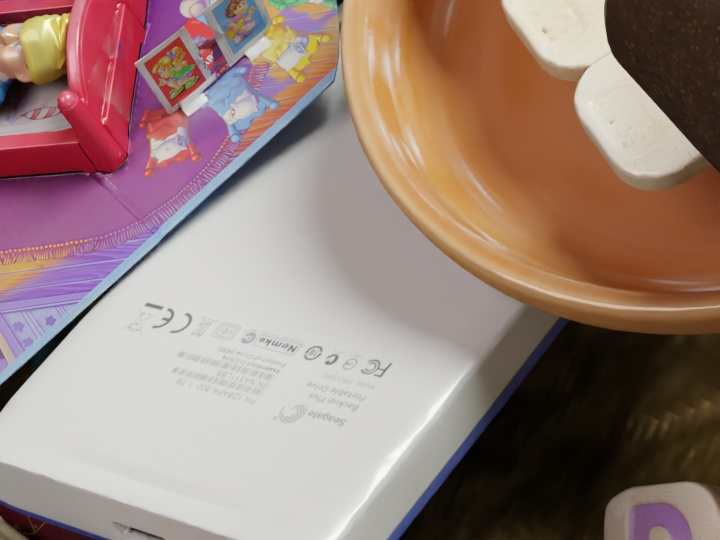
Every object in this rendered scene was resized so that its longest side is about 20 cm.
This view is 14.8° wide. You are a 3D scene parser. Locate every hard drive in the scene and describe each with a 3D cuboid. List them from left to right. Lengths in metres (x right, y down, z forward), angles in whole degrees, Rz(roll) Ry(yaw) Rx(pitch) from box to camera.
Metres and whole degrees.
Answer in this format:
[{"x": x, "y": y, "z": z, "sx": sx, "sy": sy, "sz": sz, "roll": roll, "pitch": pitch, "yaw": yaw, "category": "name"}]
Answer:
[{"x": 0.000, "y": 0.000, "z": 0.759, "sx": 0.132, "sy": 0.025, "sz": 0.200, "roll": 13, "pitch": 52, "yaw": 41, "category": "hard drive"}]

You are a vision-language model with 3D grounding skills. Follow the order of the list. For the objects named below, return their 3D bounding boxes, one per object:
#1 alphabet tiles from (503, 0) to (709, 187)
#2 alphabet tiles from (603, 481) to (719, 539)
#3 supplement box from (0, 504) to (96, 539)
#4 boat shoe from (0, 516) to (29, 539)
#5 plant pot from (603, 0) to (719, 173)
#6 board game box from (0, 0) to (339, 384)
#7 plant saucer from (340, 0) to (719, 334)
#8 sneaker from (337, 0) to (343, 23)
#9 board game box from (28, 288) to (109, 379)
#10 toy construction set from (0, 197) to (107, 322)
[{"x": 0.122, "y": -0.111, "z": 0.691, "sx": 0.196, "sy": 0.015, "sz": 0.200, "roll": -31, "pitch": 54, "yaw": 0, "category": "alphabet tiles"}, {"x": 0.142, "y": 0.096, "z": 0.692, "sx": 0.200, "sy": 0.015, "sz": 0.196, "roll": -10, "pitch": 73, "yaw": 42, "category": "alphabet tiles"}, {"x": -0.096, "y": 0.105, "z": 0.841, "sx": 0.200, "sy": 0.061, "sz": 0.109, "roll": -17, "pitch": 68, "yaw": 41, "category": "supplement box"}, {"x": -0.073, "y": 0.107, "z": 0.733, "sx": 0.200, "sy": 0.071, "sz": 0.063, "roll": 14, "pitch": 88, "yaw": 48, "category": "boat shoe"}, {"x": 0.156, "y": -0.040, "z": 0.550, "sx": 0.200, "sy": 0.187, "sz": 0.187, "roll": 28, "pitch": 100, "yaw": 20, "category": "plant pot"}, {"x": -0.109, "y": -0.063, "z": 0.803, "sx": 0.200, "sy": 0.039, "sz": 0.158, "roll": -42, "pitch": 56, "yaw": -8, "category": "board game box"}, {"x": 0.094, "y": -0.068, "z": 0.715, "sx": 0.200, "sy": 0.037, "sz": 0.200, "roll": -9, "pitch": 57, "yaw": 14, "category": "plant saucer"}, {"x": -0.043, "y": -0.126, "z": 0.887, "sx": 0.146, "sy": 0.081, "sz": 0.200, "roll": 10, "pitch": 82, "yaw": 35, "category": "sneaker"}, {"x": -0.062, "y": 0.086, "z": 0.877, "sx": 0.135, "sy": 0.028, "sz": 0.200, "roll": 5, "pitch": 83, "yaw": 43, "category": "board game box"}, {"x": -0.167, "y": 0.018, "z": 0.873, "sx": 0.200, "sy": 0.131, "sz": 0.092, "roll": -20, "pitch": 97, "yaw": 8, "category": "toy construction set"}]
